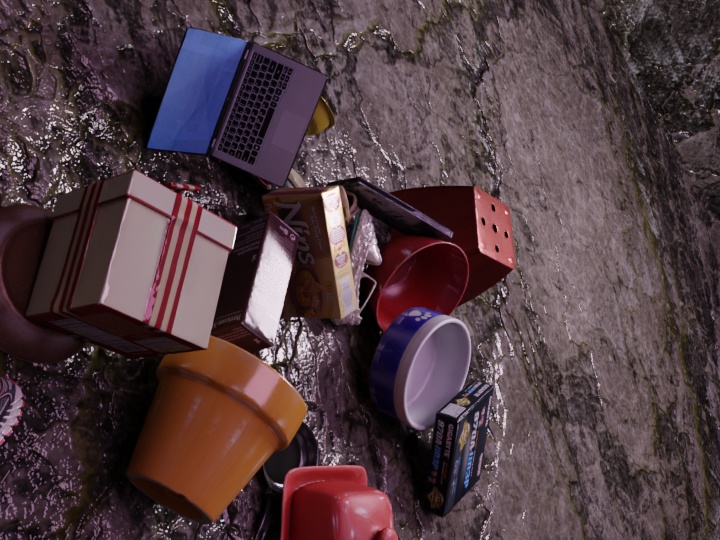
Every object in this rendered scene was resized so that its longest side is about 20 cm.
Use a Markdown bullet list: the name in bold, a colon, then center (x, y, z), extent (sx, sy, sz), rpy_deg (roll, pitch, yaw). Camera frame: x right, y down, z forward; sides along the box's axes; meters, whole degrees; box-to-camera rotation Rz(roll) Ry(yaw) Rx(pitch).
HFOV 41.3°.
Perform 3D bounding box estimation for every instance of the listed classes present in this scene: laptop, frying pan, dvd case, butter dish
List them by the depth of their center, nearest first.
- **butter dish**: center (-0.012, 0.390, 1.388), extent (0.199, 0.147, 0.201), rpy_deg (14, 77, -52)
- **laptop**: center (-0.179, -0.233, 1.401), extent (0.199, 0.188, 0.116), rpy_deg (24, 20, -2)
- **frying pan**: center (-0.111, 0.314, 1.405), extent (0.115, 0.031, 0.191), rpy_deg (22, 69, -45)
- **dvd case**: center (0.048, -0.105, 1.669), extent (0.199, 0.149, 0.016), rpy_deg (29, 80, -22)

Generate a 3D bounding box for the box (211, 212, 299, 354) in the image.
- **box**: center (-0.164, 0.023, 1.403), extent (0.075, 0.100, 0.201), rpy_deg (39, 46, -37)

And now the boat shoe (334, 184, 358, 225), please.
- **boat shoe**: center (-0.033, -0.104, 1.608), extent (0.200, 0.064, 0.072), rpy_deg (3, 66, -83)

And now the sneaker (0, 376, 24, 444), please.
- **sneaker**: center (-0.429, 0.179, 0.992), extent (0.075, 0.080, 0.200), rpy_deg (55, 39, -19)

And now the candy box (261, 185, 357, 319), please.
- **candy box**: center (-0.078, -0.028, 1.486), extent (0.055, 0.115, 0.201), rpy_deg (-28, 114, -55)

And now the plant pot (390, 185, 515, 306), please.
- **plant pot**: center (0.188, -0.059, 1.849), extent (0.199, 0.176, 0.201), rpy_deg (23, 57, -47)

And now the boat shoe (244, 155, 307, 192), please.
- **boat shoe**: center (-0.122, -0.132, 1.565), extent (0.201, 0.063, 0.074), rpy_deg (50, 9, -48)

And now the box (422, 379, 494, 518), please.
- **box**: center (0.175, 0.315, 1.702), extent (0.159, 0.046, 0.201), rpy_deg (-27, 128, -55)

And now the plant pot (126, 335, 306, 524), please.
- **plant pot**: center (-0.197, 0.211, 1.216), extent (0.200, 0.199, 0.184), rpy_deg (47, 58, -31)

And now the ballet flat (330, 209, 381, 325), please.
- **ballet flat**: center (0.000, 0.000, 1.612), extent (0.072, 0.071, 0.201), rpy_deg (23, 81, -47)

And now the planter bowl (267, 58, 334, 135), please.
- **planter bowl**: center (-0.145, -0.262, 1.522), extent (0.200, 0.200, 0.084), rpy_deg (44, 76, -33)

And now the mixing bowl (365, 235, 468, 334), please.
- **mixing bowl**: center (0.083, 0.014, 1.696), extent (0.200, 0.201, 0.108), rpy_deg (26, 12, -46)

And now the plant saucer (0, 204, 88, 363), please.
- **plant saucer**: center (-0.385, 0.011, 1.163), extent (0.200, 0.037, 0.202), rpy_deg (26, 56, -45)

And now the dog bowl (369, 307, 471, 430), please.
- **dog bowl**: center (0.105, 0.168, 1.647), extent (0.200, 0.078, 0.201), rpy_deg (-27, 126, -44)

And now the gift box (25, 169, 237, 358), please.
- **gift box**: center (-0.266, -0.005, 1.155), extent (0.200, 0.184, 0.188), rpy_deg (32, 60, -47)
